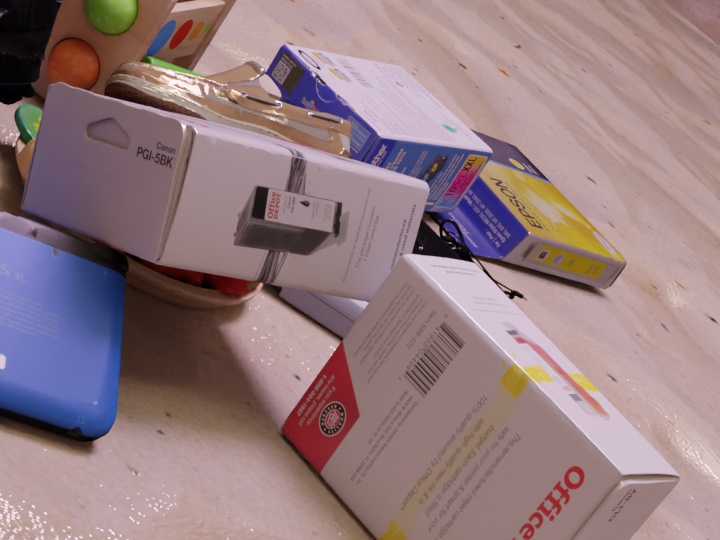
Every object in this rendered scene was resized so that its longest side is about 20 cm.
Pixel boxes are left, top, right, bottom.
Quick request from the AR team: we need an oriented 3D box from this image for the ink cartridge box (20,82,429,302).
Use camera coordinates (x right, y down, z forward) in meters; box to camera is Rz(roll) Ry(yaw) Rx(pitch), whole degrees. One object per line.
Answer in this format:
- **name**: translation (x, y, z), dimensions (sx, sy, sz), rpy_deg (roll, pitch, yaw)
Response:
- **ink cartridge box**: translation (-0.082, -0.045, 1.256), dimensions (0.200, 0.083, 0.147), rpy_deg (11, 7, -45)

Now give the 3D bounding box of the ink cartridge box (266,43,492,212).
- **ink cartridge box**: translation (-0.002, -0.120, 1.758), dimensions (0.136, 0.076, 0.200), rpy_deg (45, 22, 30)

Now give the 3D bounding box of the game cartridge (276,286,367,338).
- **game cartridge**: translation (0.000, 0.000, 1.551), dimensions (0.133, 0.040, 0.200), rpy_deg (37, 19, -8)

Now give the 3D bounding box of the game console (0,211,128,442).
- **game console**: translation (-0.242, 0.009, 1.151), dimensions (0.200, 0.118, 0.171), rpy_deg (22, 54, -33)

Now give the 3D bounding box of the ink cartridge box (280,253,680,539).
- **ink cartridge box**: translation (0.070, 0.109, 1.246), dimensions (0.200, 0.145, 0.083), rpy_deg (47, 22, 29)

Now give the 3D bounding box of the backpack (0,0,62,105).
- **backpack**: translation (-0.309, -0.194, 1.331), dimensions (0.182, 0.135, 0.200), rpy_deg (37, 26, 24)

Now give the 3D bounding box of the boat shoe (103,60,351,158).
- **boat shoe**: translation (-0.093, -0.118, 1.512), dimensions (0.200, 0.076, 0.072), rpy_deg (23, -16, -32)

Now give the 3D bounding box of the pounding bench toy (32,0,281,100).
- **pounding bench toy**: translation (-0.165, -0.172, 1.540), dimensions (0.200, 0.124, 0.156), rpy_deg (38, 20, 8)

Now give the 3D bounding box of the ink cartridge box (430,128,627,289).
- **ink cartridge box**: translation (0.123, -0.071, 1.907), dimensions (0.200, 0.047, 0.198), rpy_deg (17, 26, -46)

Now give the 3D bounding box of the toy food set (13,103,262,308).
- **toy food set**: translation (-0.147, -0.048, 1.397), dimensions (0.200, 0.049, 0.198), rpy_deg (28, 21, -20)

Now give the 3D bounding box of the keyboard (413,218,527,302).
- **keyboard**: translation (0.083, 0.042, 1.535), dimensions (0.200, 0.040, 0.104), rpy_deg (46, 43, -20)
